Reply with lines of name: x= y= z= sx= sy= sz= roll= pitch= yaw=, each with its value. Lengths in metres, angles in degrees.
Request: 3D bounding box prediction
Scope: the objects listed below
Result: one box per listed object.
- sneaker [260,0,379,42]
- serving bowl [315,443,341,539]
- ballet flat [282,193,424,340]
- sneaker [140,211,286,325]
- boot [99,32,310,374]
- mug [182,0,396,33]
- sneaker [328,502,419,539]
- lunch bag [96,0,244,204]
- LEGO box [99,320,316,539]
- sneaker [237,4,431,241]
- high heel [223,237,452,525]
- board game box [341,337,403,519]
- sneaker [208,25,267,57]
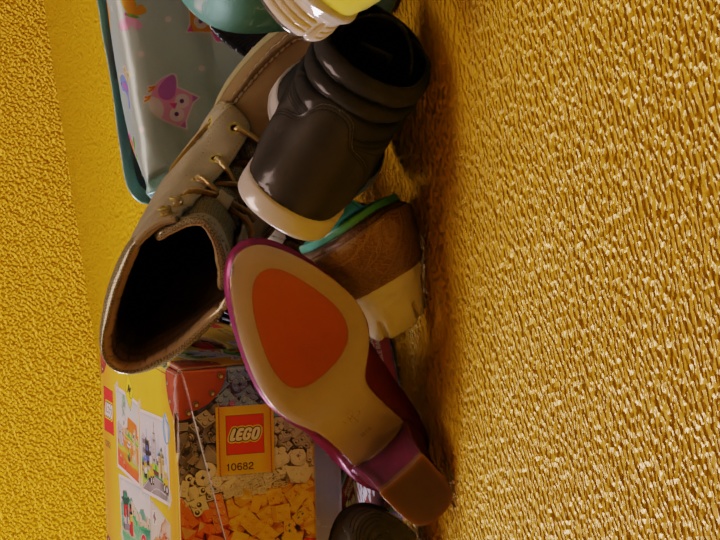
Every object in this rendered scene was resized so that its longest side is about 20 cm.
sneaker: x=0.007 y=-0.204 z=1.117 sx=0.090 sy=0.078 sz=0.202 roll=-16 pitch=65 yaw=40
serving bowl: x=-0.057 y=0.117 z=1.551 sx=0.200 sy=0.065 sz=0.202 roll=178 pitch=90 yaw=-80
ballet flat: x=0.000 y=0.000 z=1.309 sx=0.073 sy=0.067 sz=0.200 roll=62 pitch=171 yaw=-6
sneaker: x=-0.082 y=0.008 z=1.539 sx=0.200 sy=0.075 sz=0.088 roll=-7 pitch=65 yaw=61
boot: x=-0.071 y=-0.040 z=1.331 sx=0.201 sy=0.072 sz=0.155 roll=-55 pitch=5 yaw=10
mug: x=-0.047 y=-0.199 z=1.247 sx=0.185 sy=0.113 sz=0.153 roll=146 pitch=116 yaw=-79
sneaker: x=-0.016 y=0.199 z=1.398 sx=0.084 sy=0.074 sz=0.201 roll=28 pitch=140 yaw=25
lunch bag: x=-0.099 y=-0.128 z=1.557 sx=0.200 sy=0.121 sz=0.172 roll=161 pitch=99 yaw=-87
LEGO box: x=-0.088 y=0.113 z=1.398 sx=0.200 sy=0.076 sz=0.150 roll=-162 pitch=70 yaw=-71
sneaker: x=0.000 y=-0.092 z=1.242 sx=0.099 sy=0.070 sz=0.200 roll=-54 pitch=6 yaw=23
high heel: x=-0.021 y=0.044 z=1.277 sx=0.200 sy=0.067 sz=0.096 roll=48 pitch=180 yaw=-34
board game box: x=0.003 y=0.110 z=1.464 sx=0.200 sy=0.019 sz=0.104 roll=108 pitch=151 yaw=-66
sneaker: x=-0.084 y=-0.216 z=1.419 sx=0.200 sy=0.083 sz=0.121 roll=53 pitch=-158 yaw=-41
